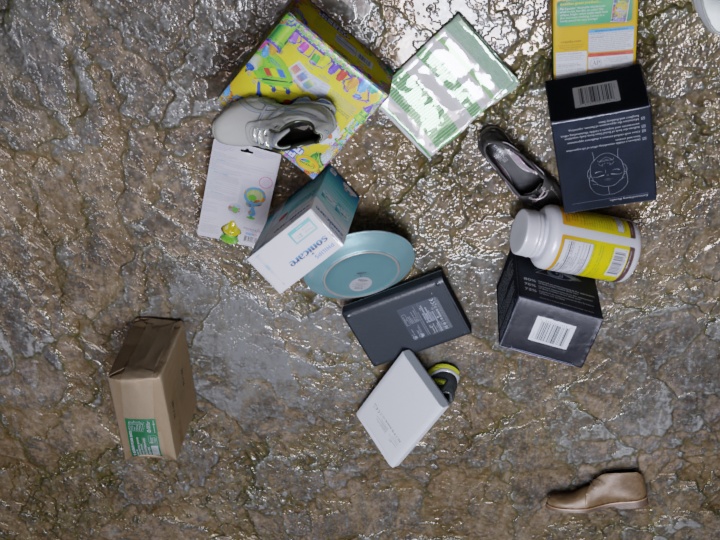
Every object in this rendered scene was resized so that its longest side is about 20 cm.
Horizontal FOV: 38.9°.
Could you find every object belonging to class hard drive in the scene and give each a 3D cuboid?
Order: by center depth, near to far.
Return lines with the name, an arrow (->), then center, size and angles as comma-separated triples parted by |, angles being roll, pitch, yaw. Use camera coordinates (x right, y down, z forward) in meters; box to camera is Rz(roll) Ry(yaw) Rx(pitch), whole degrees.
hard drive -> 0.085, 0.091, 1.865 | 0.200, 0.033, 0.140 | -21, 121, 16
hard drive -> 0.075, 0.260, 1.908 | 0.132, 0.026, 0.200 | 54, 133, 24

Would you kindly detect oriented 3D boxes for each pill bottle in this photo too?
pill bottle -> 0.357, -0.048, 1.704 | 0.200, 0.109, 0.109 | 10, 121, -12

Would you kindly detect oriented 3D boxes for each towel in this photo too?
towel -> 0.136, -0.293, 1.655 | 0.200, 0.023, 0.153 | -40, 108, 24

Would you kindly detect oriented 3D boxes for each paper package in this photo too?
paper package -> -0.385, 0.222, 1.903 | 0.103, 0.191, 0.200 | 0, 121, 6

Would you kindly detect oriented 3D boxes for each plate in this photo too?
plate -> 0.000, 0.000, 1.778 | 0.200, 0.026, 0.200 | -10, 146, -7

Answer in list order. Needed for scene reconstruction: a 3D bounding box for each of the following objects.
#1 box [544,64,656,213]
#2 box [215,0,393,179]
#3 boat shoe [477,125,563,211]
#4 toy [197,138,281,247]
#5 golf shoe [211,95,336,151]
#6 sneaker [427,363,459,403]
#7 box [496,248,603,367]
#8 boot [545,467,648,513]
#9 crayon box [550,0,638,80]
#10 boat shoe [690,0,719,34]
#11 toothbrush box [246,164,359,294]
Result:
box -> 0.378, -0.203, 1.600 | 0.148, 0.107, 0.200 | -8, 137, 12
box -> -0.086, -0.292, 1.620 | 0.200, 0.122, 0.193 | 38, 116, -16
boat shoe -> 0.267, -0.156, 1.699 | 0.067, 0.057, 0.200 | -39, 109, 24
toy -> -0.210, -0.138, 1.764 | 0.115, 0.047, 0.200 | 13, 123, -5
golf shoe -> -0.137, -0.217, 1.545 | 0.200, 0.097, 0.078 | -6, 122, 12
sneaker -> 0.110, 0.260, 1.935 | 0.074, 0.085, 0.200 | 33, 117, -12
box -> 0.316, 0.053, 1.730 | 0.148, 0.200, 0.104 | 16, 120, -2
boot -> 0.463, 0.434, 2.018 | 0.200, 0.074, 0.076 | -9, 100, 6
crayon box -> 0.356, -0.369, 1.557 | 0.126, 0.052, 0.200 | -3, 129, 7
boat shoe -> 0.523, -0.437, 1.507 | 0.075, 0.068, 0.200 | -17, 117, 15
toothbrush box -> -0.091, -0.071, 1.700 | 0.146, 0.200, 0.085 | -36, 107, 24
